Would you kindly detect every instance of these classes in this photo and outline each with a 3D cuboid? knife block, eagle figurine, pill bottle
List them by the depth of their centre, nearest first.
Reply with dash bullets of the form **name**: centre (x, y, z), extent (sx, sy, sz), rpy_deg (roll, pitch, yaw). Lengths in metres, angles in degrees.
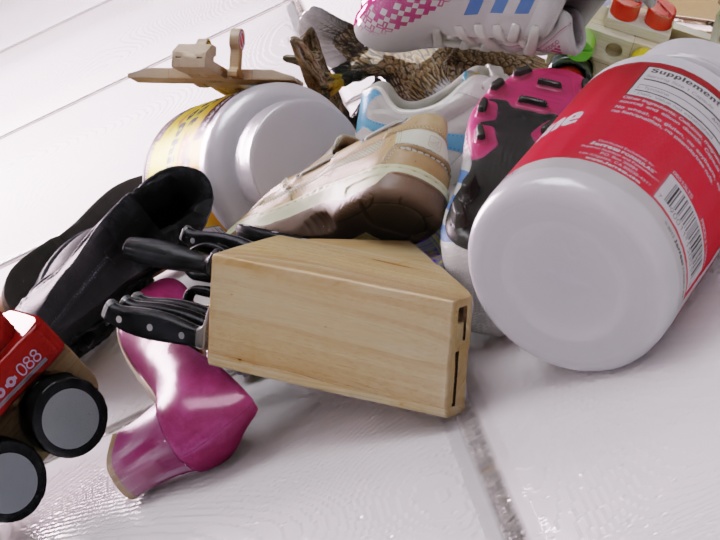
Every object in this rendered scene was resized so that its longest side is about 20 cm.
- **pill bottle**: centre (0.144, -0.043, 1.233), extent (0.112, 0.113, 0.200), rpy_deg (-12, 22, 36)
- **knife block**: centre (-0.045, 0.023, 1.272), extent (0.175, 0.064, 0.200), rpy_deg (0, 13, -13)
- **pill bottle**: centre (-0.069, -0.065, 1.553), extent (0.109, 0.110, 0.200), rpy_deg (-32, 9, -20)
- **eagle figurine**: centre (0.059, -0.147, 1.591), extent (0.199, 0.151, 0.152), rpy_deg (-29, -1, -5)

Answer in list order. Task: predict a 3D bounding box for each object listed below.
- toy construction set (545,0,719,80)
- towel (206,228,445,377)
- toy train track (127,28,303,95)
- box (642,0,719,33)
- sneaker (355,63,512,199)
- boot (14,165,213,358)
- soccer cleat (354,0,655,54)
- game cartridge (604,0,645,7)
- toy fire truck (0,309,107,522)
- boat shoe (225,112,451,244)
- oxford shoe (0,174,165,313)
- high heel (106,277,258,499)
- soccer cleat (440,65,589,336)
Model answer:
- **toy construction set**: centre (0.181, -0.163, 1.449), extent (0.199, 0.132, 0.092), rpy_deg (29, 45, 13)
- **towel**: centre (0.000, 0.000, 1.462), extent (0.199, 0.023, 0.144), rpy_deg (-26, 17, 0)
- **toy train track**: centre (-0.085, -0.136, 1.583), extent (0.114, 0.033, 0.200), rpy_deg (2, -5, 14)
- **box**: centre (0.312, -0.210, 1.615), extent (0.199, 0.021, 0.163), rpy_deg (-32, 23, -20)
- **sneaker**: centre (0.095, -0.083, 1.430), extent (0.199, 0.081, 0.077), rpy_deg (-5, 13, 4)
- **boot**: centre (-0.156, -0.013, 1.520), extent (0.200, 0.066, 0.165), rpy_deg (-47, 9, 46)
- **soccer cleat**: centre (0.085, -0.158, 1.406), extent (0.199, 0.087, 0.070), rpy_deg (-23, -10, 29)
- **game cartridge**: centre (0.214, -0.221, 1.778), extent (0.133, 0.042, 0.200), rpy_deg (-25, 17, 16)
- **toy fire truck**: centre (-0.258, 0.065, 1.297), extent (0.176, 0.200, 0.129), rpy_deg (-46, 23, -16)
- **boat shoe**: centre (-0.009, -0.043, 1.387), extent (0.200, 0.071, 0.077), rpy_deg (-18, 50, 49)
- **oxford shoe**: centre (-0.179, -0.011, 1.678), extent (0.200, 0.072, 0.071), rpy_deg (-30, -9, -30)
- **high heel**: centre (-0.093, 0.049, 1.360), extent (0.096, 0.067, 0.200), rpy_deg (-30, 20, 19)
- **soccer cleat**: centre (0.086, -0.041, 1.338), extent (0.069, 0.087, 0.200), rpy_deg (11, 37, 14)
